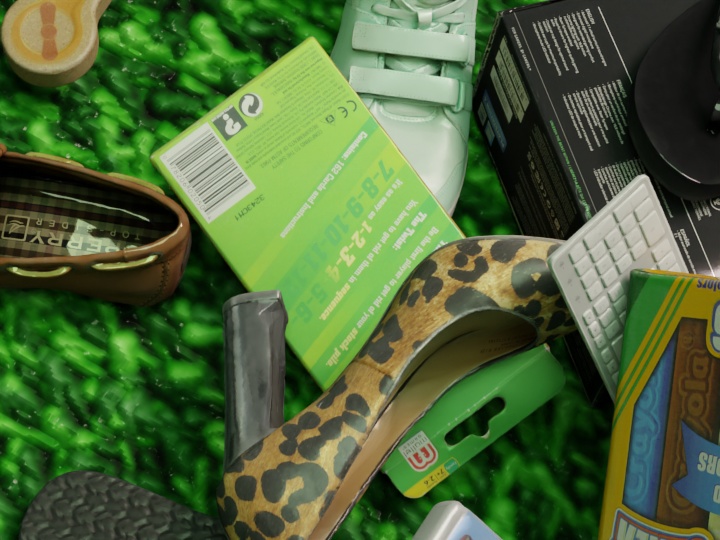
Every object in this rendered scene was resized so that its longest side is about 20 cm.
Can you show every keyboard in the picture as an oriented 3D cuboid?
[{"bbox_3d":[0.131,0.038,1.032,0.056,0.200,0.011,-38,47,-7],"label":"keyboard"}]

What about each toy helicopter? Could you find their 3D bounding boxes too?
[{"bbox_3d":[-0.123,-0.179,1.157,0.132,0.079,0.200,26,68,7],"label":"toy helicopter"}]

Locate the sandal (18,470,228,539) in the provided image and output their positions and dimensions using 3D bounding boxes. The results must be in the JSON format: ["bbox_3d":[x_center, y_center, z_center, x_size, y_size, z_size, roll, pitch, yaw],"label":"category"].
[{"bbox_3d":[-0.056,0.148,1.041,0.200,0.048,0.075,26,67,19],"label":"sandal"}]

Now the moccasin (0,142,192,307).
[{"bbox_3d":[-0.178,-0.026,1.080,0.201,0.078,0.074,14,67,0],"label":"moccasin"}]

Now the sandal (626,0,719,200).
[{"bbox_3d":[0.191,-0.114,1.081,0.076,0.043,0.200,38,66,11],"label":"sandal"}]

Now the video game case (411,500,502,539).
[{"bbox_3d":[0.047,0.230,0.987,0.182,0.023,0.200,43,66,-15],"label":"video game case"}]

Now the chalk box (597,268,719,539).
[{"bbox_3d":[0.182,0.108,0.976,0.125,0.124,0.200,10,89,-41],"label":"chalk box"}]

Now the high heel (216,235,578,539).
[{"bbox_3d":[0.035,0.063,1.014,0.200,0.071,0.143,-11,58,12],"label":"high heel"}]

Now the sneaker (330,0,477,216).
[{"bbox_3d":[0.023,-0.118,1.123,0.074,0.118,0.201,4,67,-7],"label":"sneaker"}]

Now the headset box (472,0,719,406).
[{"bbox_3d":[0.178,-0.052,1.126,0.200,0.093,0.174,-16,69,-13],"label":"headset box"}]

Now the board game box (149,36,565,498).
[{"bbox_3d":[0.000,0.000,1.090,0.096,0.030,0.200,-37,83,-2],"label":"board game box"}]
